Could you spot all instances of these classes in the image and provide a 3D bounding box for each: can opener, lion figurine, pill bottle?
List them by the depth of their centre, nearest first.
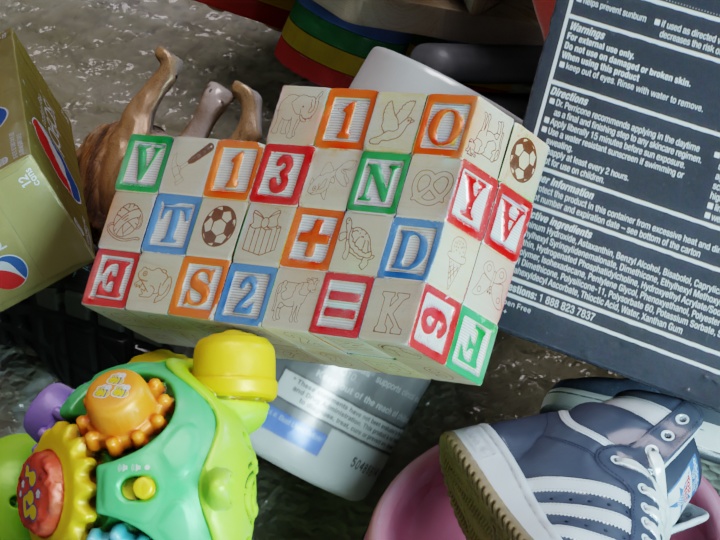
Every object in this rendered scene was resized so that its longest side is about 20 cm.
[{"bbox_3d":[0.000,0.000,1.367,0.114,0.114,0.200,29,89,34],"label":"pill bottle"},{"bbox_3d":[-0.093,-0.042,1.480,0.123,0.072,0.200,-59,31,-4],"label":"lion figurine"},{"bbox_3d":[0.109,-0.101,1.567,0.200,0.053,0.066,-1,8,-42],"label":"can opener"}]

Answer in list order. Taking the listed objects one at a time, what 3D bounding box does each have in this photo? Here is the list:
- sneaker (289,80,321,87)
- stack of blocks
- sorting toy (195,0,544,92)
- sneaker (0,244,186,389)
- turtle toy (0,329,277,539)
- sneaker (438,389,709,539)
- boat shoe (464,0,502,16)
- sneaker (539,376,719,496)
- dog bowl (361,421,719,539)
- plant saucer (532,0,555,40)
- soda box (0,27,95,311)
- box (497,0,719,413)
[{"bbox_3d":[0.034,-0.032,1.529,0.115,0.081,0.199,-3,28,-25],"label":"sneaker"},{"bbox_3d":[-0.023,-0.020,1.278,0.200,0.059,0.115,5,74,39],"label":"stack of blocks"},{"bbox_3d":[-0.006,-0.158,1.633,0.199,0.070,0.200,5,25,-46],"label":"sorting toy"},{"bbox_3d":[-0.152,0.013,1.468,0.200,0.075,0.079,19,40,24],"label":"sneaker"},{"bbox_3d":[-0.113,0.104,1.276,0.101,0.146,0.200,5,-10,-30],"label":"turtle toy"},{"bbox_3d":[0.116,0.120,1.201,0.108,0.070,0.200,-15,36,-13],"label":"sneaker"},{"bbox_3d":[0.075,-0.188,1.557,0.072,0.065,0.200,-39,1,14],"label":"boat shoe"},{"bbox_3d":[0.198,0.043,1.373,0.202,0.077,0.146,12,66,10],"label":"sneaker"},{"bbox_3d":[0.086,0.146,1.285,0.200,0.074,0.200,-1,38,1],"label":"dog bowl"},{"bbox_3d":[0.190,-0.128,1.483,0.199,0.200,0.037,-15,-5,-30],"label":"plant saucer"},{"bbox_3d":[-0.186,-0.054,1.450,0.064,0.068,0.200,-29,25,2],"label":"soda box"},{"bbox_3d":[0.182,-0.043,1.259,0.200,0.199,0.123,21,13,31],"label":"box"}]
